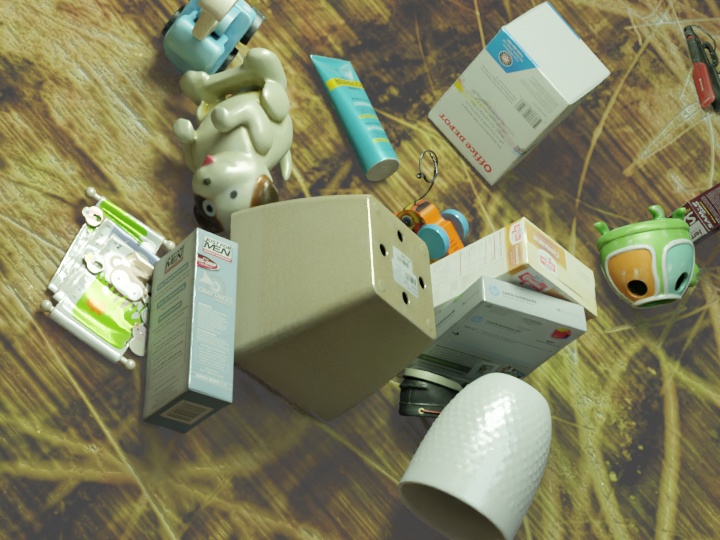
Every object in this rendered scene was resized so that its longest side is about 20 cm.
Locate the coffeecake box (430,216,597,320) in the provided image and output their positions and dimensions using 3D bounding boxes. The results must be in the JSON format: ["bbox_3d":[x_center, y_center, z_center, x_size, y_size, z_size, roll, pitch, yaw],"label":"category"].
[{"bbox_3d":[0.173,0.034,1.746,0.153,0.199,0.074,34,43,-37],"label":"coffeecake box"}]

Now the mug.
[{"bbox_3d":[0.153,0.232,1.647,0.146,0.201,0.176,17,61,30],"label":"mug"}]

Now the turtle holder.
[{"bbox_3d":[0.429,-0.012,2.059,0.185,0.139,0.133,32,46,-73],"label":"turtle holder"}]

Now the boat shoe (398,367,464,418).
[{"bbox_3d":[0.129,0.177,1.740,0.200,0.073,0.064,19,78,-34],"label":"boat shoe"}]

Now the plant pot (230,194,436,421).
[{"bbox_3d":[-0.022,0.025,1.603,0.199,0.176,0.202,39,37,-45],"label":"plant pot"}]

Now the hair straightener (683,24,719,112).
[{"bbox_3d":[0.630,-0.369,2.515,0.076,0.041,0.202,12,49,-30],"label":"hair straightener"}]

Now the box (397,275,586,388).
[{"bbox_3d":[0.159,0.089,1.723,0.154,0.200,0.042,16,53,-25],"label":"box"}]

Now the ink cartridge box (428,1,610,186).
[{"bbox_3d":[0.229,-0.257,2.019,0.148,0.200,0.144,48,42,4],"label":"ink cartridge box"}]

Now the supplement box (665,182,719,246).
[{"bbox_3d":[0.548,-0.087,2.198,0.199,0.109,0.061,-27,78,-45],"label":"supplement box"}]

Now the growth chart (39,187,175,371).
[{"bbox_3d":[-0.283,0.011,1.585,0.144,0.018,0.201,30,48,-17],"label":"growth chart"}]

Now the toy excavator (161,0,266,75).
[{"bbox_3d":[-0.189,-0.307,1.738,0.100,0.195,0.201,38,31,-9],"label":"toy excavator"}]

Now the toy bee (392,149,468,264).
[{"bbox_3d":[0.091,-0.053,1.861,0.130,0.108,0.203,-6,88,-48],"label":"toy bee"}]

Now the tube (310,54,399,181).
[{"bbox_3d":[-0.006,-0.219,1.934,0.077,0.050,0.202,6,51,-48],"label":"tube"}]

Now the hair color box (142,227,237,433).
[{"bbox_3d":[-0.189,0.067,1.544,0.060,0.099,0.202,21,53,-33],"label":"hair color box"}]

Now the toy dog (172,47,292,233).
[{"bbox_3d":[-0.157,-0.140,1.718,0.195,0.138,0.202,64,24,-46],"label":"toy dog"}]
